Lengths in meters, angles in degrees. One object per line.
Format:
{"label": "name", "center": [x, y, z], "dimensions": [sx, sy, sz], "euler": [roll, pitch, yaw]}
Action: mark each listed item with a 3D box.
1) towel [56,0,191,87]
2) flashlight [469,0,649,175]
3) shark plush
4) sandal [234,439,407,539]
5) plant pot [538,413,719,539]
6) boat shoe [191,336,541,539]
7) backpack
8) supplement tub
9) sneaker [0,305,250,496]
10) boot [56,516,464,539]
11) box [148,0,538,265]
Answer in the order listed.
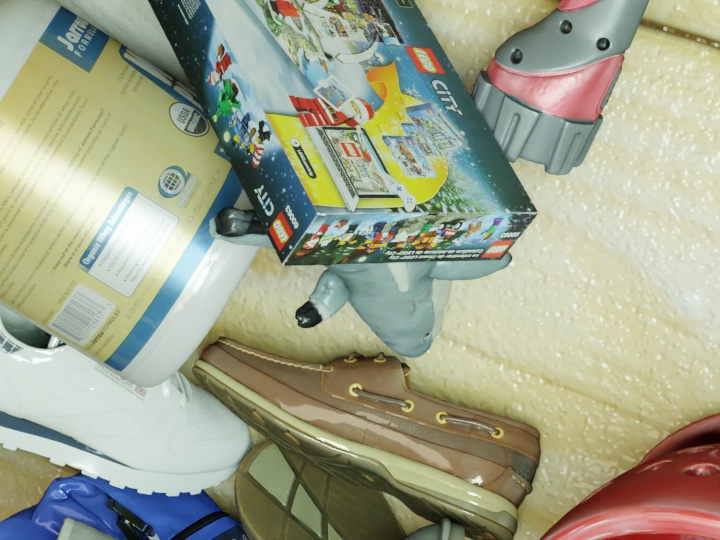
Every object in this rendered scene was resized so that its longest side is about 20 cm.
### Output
{"label": "towel", "center": [-0.100, -0.108, 1.127], "dimensions": [0.132, 0.035, 0.200], "euler": [-33, 113, 35]}
{"label": "flashlight", "center": [0.113, -0.148, 1.029], "dimensions": [0.068, 0.067, 0.201], "euler": [44, 122, 46]}
{"label": "shark plush", "center": [0.000, 0.000, 1.056], "dimensions": [0.091, 0.200, 0.084], "euler": [35, 101, 20]}
{"label": "sandal", "center": [0.006, 0.175, 1.176], "dimensions": [0.200, 0.080, 0.054], "euler": [39, 139, 8]}
{"label": "plant pot", "center": [0.181, 0.176, 1.014], "dimensions": [0.200, 0.182, 0.201], "euler": [7, 106, 25]}
{"label": "boat shoe", "center": [0.005, 0.079, 1.150], "dimensions": [0.199, 0.072, 0.068], "euler": [23, 75, 17]}
{"label": "backpack", "center": [-0.121, 0.213, 1.193], "dimensions": [0.200, 0.162, 0.168], "euler": [42, 115, 12]}
{"label": "supplement tub", "center": [-0.151, -0.049, 1.071], "dimensions": [0.200, 0.145, 0.145], "euler": [32, 119, -11]}
{"label": "sneaker", "center": [-0.138, 0.062, 1.157], "dimensions": [0.081, 0.199, 0.076], "euler": [-60, 35, 18]}
{"label": "boot", "center": [-0.064, 0.175, 1.095], "dimensions": [0.199, 0.073, 0.182], "euler": [26, 81, 3]}
{"label": "box", "center": [-0.016, -0.091, 1.026], "dimensions": [0.038, 0.136, 0.200], "euler": [-52, 53, 37]}
